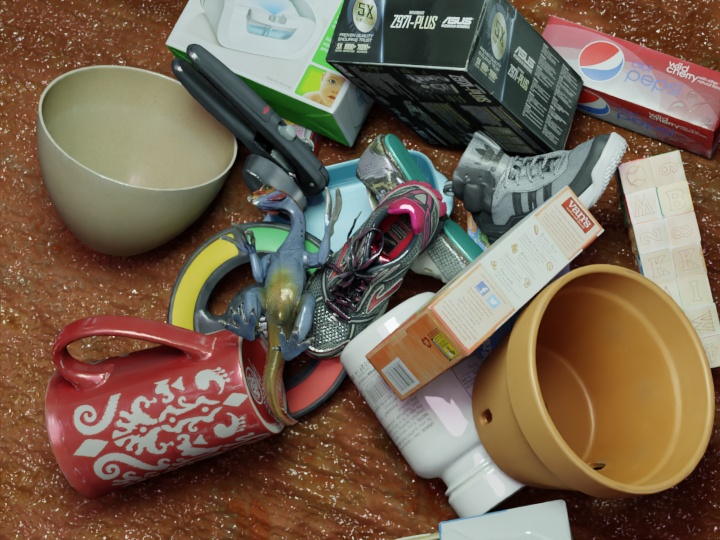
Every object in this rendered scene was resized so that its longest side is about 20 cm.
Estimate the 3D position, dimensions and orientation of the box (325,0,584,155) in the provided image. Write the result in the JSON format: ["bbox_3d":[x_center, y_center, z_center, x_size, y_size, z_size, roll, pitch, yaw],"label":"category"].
[{"bbox_3d":[0.092,-0.191,1.440,0.163,0.200,0.087,10,76,38],"label":"box"}]

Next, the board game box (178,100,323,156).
[{"bbox_3d":[-0.089,-0.233,1.610,0.152,0.040,0.201,15,76,15],"label":"board game box"}]

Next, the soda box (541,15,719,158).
[{"bbox_3d":[0.270,-0.184,1.510,0.199,0.070,0.064,22,75,17],"label":"soda box"}]

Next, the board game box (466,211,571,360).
[{"bbox_3d":[0.159,0.016,1.494,0.102,0.019,0.201,-3,72,8],"label":"board game box"}]

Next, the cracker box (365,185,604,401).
[{"bbox_3d":[0.110,0.020,1.337,0.058,0.134,0.200,49,58,1],"label":"cracker box"}]

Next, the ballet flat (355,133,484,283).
[{"bbox_3d":[0.063,-0.038,1.471,0.072,0.072,0.201,-37,84,-3],"label":"ballet flat"}]

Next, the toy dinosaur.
[{"bbox_3d":[-0.084,0.008,1.425,0.104,0.201,0.182,11,31,-1],"label":"toy dinosaur"}]

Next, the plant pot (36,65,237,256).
[{"bbox_3d":[-0.237,-0.095,1.531,0.199,0.135,0.201,14,39,-11],"label":"plant pot"}]

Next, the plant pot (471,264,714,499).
[{"bbox_3d":[0.192,0.110,1.333,0.199,0.140,0.201,11,67,-27],"label":"plant pot"}]

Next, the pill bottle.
[{"bbox_3d":[0.079,0.131,1.418,0.114,0.114,0.201,-34,79,-2],"label":"pill bottle"}]

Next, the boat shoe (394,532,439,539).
[{"bbox_3d":[0.099,0.271,1.400,0.199,0.063,0.074,-1,72,11],"label":"boat shoe"}]

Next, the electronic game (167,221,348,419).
[{"bbox_3d":[-0.096,0.052,1.496,0.199,0.042,0.202,0,89,13],"label":"electronic game"}]

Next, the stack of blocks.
[{"bbox_3d":[0.290,-0.007,1.424,0.058,0.115,0.201,-13,89,7],"label":"stack of blocks"}]

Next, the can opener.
[{"bbox_3d":[-0.106,-0.144,1.491,0.063,0.079,0.200,-30,108,29],"label":"can opener"}]

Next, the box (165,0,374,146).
[{"bbox_3d":[-0.063,-0.251,1.539,0.199,0.097,0.177,25,81,18],"label":"box"}]

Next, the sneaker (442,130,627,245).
[{"bbox_3d":[0.153,-0.089,1.409,0.114,0.200,0.076,38,52,-9],"label":"sneaker"}]

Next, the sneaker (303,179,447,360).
[{"bbox_3d":[0.000,0.000,1.418,0.080,0.075,0.200,36,109,5],"label":"sneaker"}]

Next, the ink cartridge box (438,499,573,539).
[{"bbox_3d":[0.145,0.306,1.344,0.115,0.201,0.068,-11,34,7],"label":"ink cartridge box"}]

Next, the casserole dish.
[{"bbox_3d":[-0.002,-0.050,1.536,0.199,0.039,0.122,-14,70,5],"label":"casserole dish"}]

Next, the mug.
[{"bbox_3d":[-0.189,0.122,1.426,0.199,0.178,0.134,-16,63,15],"label":"mug"}]
